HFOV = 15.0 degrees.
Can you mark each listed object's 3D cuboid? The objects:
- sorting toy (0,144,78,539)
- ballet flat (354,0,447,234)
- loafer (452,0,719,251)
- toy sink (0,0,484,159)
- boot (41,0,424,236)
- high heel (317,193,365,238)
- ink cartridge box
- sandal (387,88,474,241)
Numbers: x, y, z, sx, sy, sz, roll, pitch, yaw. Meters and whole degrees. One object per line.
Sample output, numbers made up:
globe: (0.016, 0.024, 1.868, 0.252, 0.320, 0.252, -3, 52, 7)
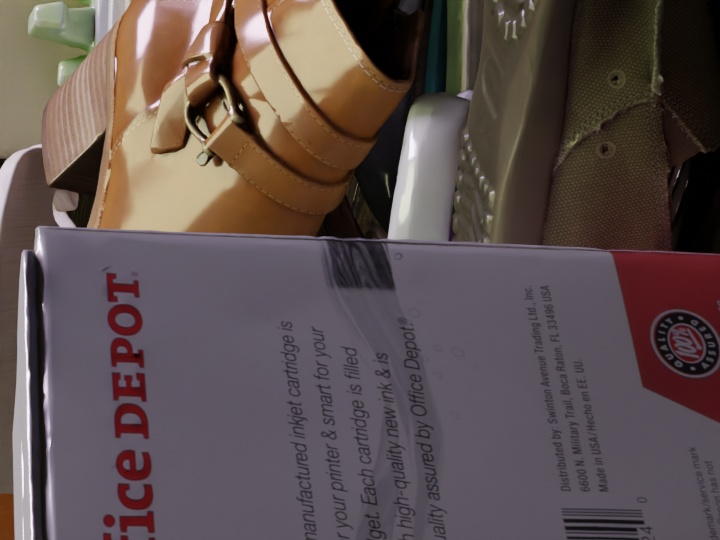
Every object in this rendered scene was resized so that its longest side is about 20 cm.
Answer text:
sorting toy: (-0.122, 0.044, 0.997, 0.200, 0.106, 0.181, -129, 40, -85)
ballet flat: (0.010, -0.108, 0.989, 0.068, 0.068, 0.201, 77, -157, -70)
loafer: (0.070, -0.069, 0.764, 0.076, 0.067, 0.201, -106, 21, -52)
toy sink: (-0.052, -0.110, 1.060, 0.112, 0.199, 0.131, 157, 115, -78)
boot: (-0.028, -0.018, 0.877, 0.155, 0.076, 0.201, -36, 52, 38)
high heel: (0.000, 0.000, 0.959, 0.096, 0.067, 0.201, -7, 104, 41)
ink cartridge box: (0.012, 0.071, 0.689, 0.083, 0.199, 0.147, 104, 164, -46)
sandal: (0.043, -0.017, 0.913, 0.203, 0.049, 0.083, -19, -60, -80)
